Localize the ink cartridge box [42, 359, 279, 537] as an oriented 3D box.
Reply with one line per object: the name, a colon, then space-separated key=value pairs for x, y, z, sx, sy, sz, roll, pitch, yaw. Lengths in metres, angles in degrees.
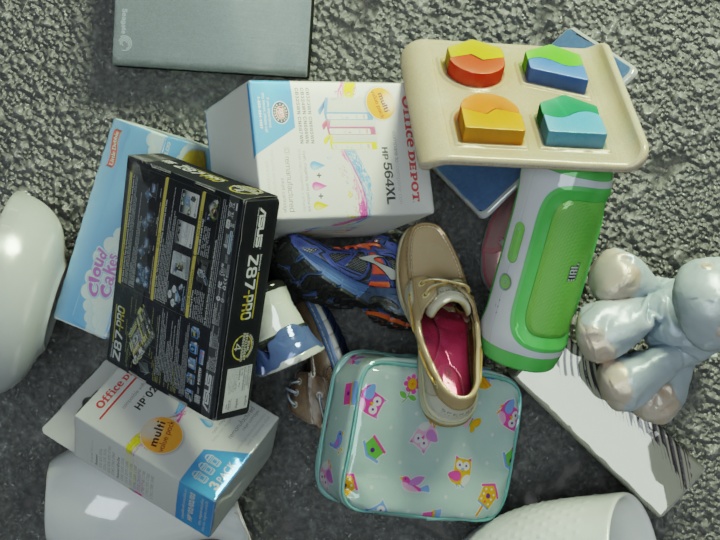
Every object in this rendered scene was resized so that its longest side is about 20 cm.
ink cartridge box: x=-0.193 y=0.147 z=1.219 sx=0.199 sy=0.115 sz=0.068 roll=28 pitch=139 yaw=12

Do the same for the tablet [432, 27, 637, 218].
tablet: x=0.164 y=-0.144 z=1.234 sx=0.200 sy=0.130 sz=0.014 roll=-44 pitch=125 yaw=5

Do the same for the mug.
mug: x=0.181 y=0.319 z=1.219 sx=0.174 sy=0.148 sz=0.201 roll=-12 pitch=54 yaw=30

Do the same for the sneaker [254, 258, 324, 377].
sneaker: x=-0.108 y=0.040 z=1.221 sx=0.080 sy=0.199 sz=0.116 roll=-20 pitch=92 yaw=-30

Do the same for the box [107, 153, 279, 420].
box: x=-0.154 y=0.012 z=1.138 sx=0.160 sy=0.049 sz=0.202 roll=20 pitch=109 yaw=37

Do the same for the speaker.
speaker: x=0.168 y=-0.013 z=1.168 sx=0.088 sy=0.089 sz=0.202 roll=14 pitch=107 yaw=2

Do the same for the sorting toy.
sorting toy: x=0.142 y=-0.155 z=1.139 sx=0.198 sy=0.186 sz=0.037 roll=-1 pitch=132 yaw=-4

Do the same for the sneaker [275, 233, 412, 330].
sneaker: x=0.000 y=0.000 z=1.243 sx=0.199 sy=0.075 sz=0.079 roll=22 pitch=69 yaw=-38

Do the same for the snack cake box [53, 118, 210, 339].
snack cake box: x=-0.213 y=-0.037 z=1.248 sx=0.067 sy=0.115 sz=0.202 roll=19 pitch=95 yaw=22

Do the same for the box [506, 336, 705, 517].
box: x=0.240 y=0.145 z=1.262 sx=0.200 sy=0.082 sz=0.068 roll=43 pitch=92 yaw=-2

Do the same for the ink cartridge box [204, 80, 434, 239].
ink cartridge box: x=-0.029 y=-0.102 z=1.202 sx=0.198 sy=0.125 sz=0.130 roll=-4 pitch=84 yaw=-26

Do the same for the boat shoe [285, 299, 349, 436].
boat shoe: x=-0.036 y=0.124 z=1.277 sx=0.072 sy=0.072 sz=0.202 roll=-19 pitch=92 yaw=5

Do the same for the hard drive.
hard drive: x=-0.146 y=-0.269 z=1.279 sx=0.198 sy=0.033 sz=0.141 roll=4 pitch=94 yaw=3

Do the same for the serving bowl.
serving bowl: x=-0.324 y=0.029 z=1.225 sx=0.065 sy=0.200 sz=0.202 roll=15 pitch=94 yaw=-7

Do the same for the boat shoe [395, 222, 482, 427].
boat shoe: x=0.079 y=0.040 z=1.184 sx=0.073 sy=0.069 sz=0.202 roll=-5 pitch=68 yaw=-14

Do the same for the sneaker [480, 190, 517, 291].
sneaker: x=0.180 y=-0.061 z=1.241 sx=0.075 sy=0.105 sz=0.201 roll=29 pitch=95 yaw=-3

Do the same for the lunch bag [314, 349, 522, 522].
lunch bag: x=0.060 y=0.157 z=1.238 sx=0.199 sy=0.077 sz=0.162 roll=10 pitch=86 yaw=-29

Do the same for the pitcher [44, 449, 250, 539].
pitcher: x=-0.209 y=0.205 z=1.278 sx=0.198 sy=0.121 sz=0.173 roll=1 pitch=73 yaw=-8

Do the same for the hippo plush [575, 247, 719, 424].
hippo plush: x=0.311 y=0.059 z=1.159 sx=0.199 sy=0.160 sz=0.161 roll=10 pitch=80 yaw=-33
